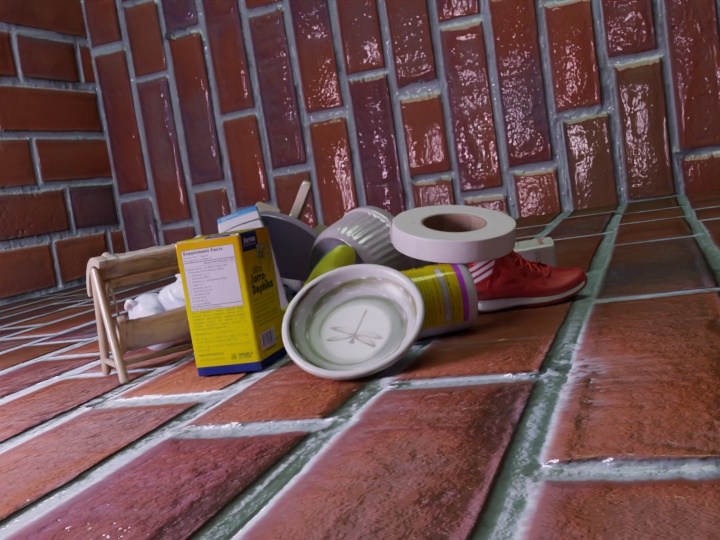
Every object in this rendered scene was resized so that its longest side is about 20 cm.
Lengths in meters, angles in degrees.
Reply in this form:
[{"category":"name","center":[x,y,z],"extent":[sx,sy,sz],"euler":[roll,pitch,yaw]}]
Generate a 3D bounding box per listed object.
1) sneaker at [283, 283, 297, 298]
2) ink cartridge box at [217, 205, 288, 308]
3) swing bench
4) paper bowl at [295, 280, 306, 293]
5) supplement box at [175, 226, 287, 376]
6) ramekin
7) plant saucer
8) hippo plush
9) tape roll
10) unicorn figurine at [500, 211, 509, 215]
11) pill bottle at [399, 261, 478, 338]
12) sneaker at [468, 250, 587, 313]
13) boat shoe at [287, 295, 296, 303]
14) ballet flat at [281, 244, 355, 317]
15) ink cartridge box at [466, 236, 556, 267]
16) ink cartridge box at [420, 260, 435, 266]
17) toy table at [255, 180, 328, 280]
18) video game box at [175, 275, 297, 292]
[{"category":"sneaker","center":[-0.159,0.074,1.601],"extent":[0.076,0.077,0.200],"euler":[19,10,11]},{"category":"ink cartridge box","center":[-0.192,-0.014,1.418],"extent":[0.082,0.148,0.200],"euler":[-17,19,-6]},{"category":"swing bench","center":[-0.331,0.056,1.318],"extent":[0.196,0.204,0.129],"euler":[-12,7,-31]},{"category":"paper bowl","center":[-0.040,0.006,1.678],"extent":[0.197,0.107,0.201],"euler":[-14,-2,0]},{"category":"supplement box","center":[-0.191,0.044,1.214],"extent":[0.107,0.204,0.109],"euler":[-6,7,18]},{"category":"ramekin","center":[0.000,0.000,1.388],"extent":[0.198,0.204,0.104],"euler":[-3,17,47]},{"category":"plant saucer","center":[-0.007,0.077,1.090],"extent":[0.196,0.051,0.202],"euler":[-8,44,8]},{"category":"hippo plush","center":[-0.357,0.055,1.497],"extent":[0.158,0.161,0.201],"euler":[-22,52,-15]},{"category":"tape roll","center":[0.147,-0.061,1.277],"extent":[0.198,0.038,0.203],"euler":[-2,20,1]},{"category":"unicorn figurine","center":[0.234,-0.061,1.601],"extent":[0.134,0.202,0.075],"euler":[-4,49,13]},{"category":"pill bottle","center":[0.069,0.052,1.200],"extent":[0.196,0.107,0.104],"euler":[-10,6,-12]},{"category":"sneaker","center":[0.271,-0.005,1.321],"extent":[0.196,0.118,0.078],"euler":[-13,16,-1]},{"category":"boat shoe","center":[-0.158,0.096,1.426],"extent":[0.196,0.064,0.074],"euler":[-10,31,17]},{"category":"ballet flat","center":[-0.070,0.050,1.291],"extent":[0.200,0.067,0.067],"euler":[-47,37,7]},{"category":"ink cartridge box","center":[0.263,-0.001,1.491],"extent":[0.196,0.086,0.145],"euler":[-9,6,12]},{"category":"ink cartridge box","center":[0.099,-0.017,1.529],"extent":[0.082,0.148,0.200],"euler":[-9,6,4]},{"category":"toy table","center":[-0.140,-0.073,1.574],"extent":[0.198,0.185,0.118],"euler":[29,34,-3]},{"category":"video game box","center":[-0.255,0.013,1.687],"extent":[0.179,0.048,0.200],"euler":[-17,-36,28]}]
